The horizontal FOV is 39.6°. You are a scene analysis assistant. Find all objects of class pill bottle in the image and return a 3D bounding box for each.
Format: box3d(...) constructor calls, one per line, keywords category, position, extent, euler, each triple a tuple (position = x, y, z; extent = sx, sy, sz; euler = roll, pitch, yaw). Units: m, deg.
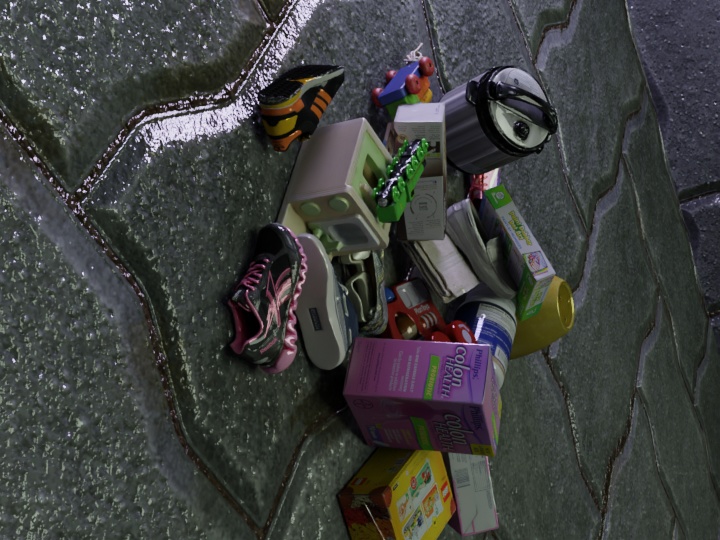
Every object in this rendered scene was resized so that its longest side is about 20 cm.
box3d(category="pill bottle", position=(0.219, 0.121, 1.807), extent=(0.116, 0.116, 0.200), euler=(60, 36, -34))

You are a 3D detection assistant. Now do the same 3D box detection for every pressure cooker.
box3d(category="pressure cooker", position=(0.254, -0.278, 1.835), extent=(0.176, 0.200, 0.179), euler=(-31, 97, -36))

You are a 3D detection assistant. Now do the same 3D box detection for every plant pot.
box3d(category="plant pot", position=(0.347, 0.077, 2.011), extent=(0.200, 0.142, 0.200), euler=(22, 65, -57))

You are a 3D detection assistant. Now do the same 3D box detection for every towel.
box3d(category="towel", position=(0.144, -0.015, 1.727), extent=(0.133, 0.034, 0.200), euler=(57, 22, 4))

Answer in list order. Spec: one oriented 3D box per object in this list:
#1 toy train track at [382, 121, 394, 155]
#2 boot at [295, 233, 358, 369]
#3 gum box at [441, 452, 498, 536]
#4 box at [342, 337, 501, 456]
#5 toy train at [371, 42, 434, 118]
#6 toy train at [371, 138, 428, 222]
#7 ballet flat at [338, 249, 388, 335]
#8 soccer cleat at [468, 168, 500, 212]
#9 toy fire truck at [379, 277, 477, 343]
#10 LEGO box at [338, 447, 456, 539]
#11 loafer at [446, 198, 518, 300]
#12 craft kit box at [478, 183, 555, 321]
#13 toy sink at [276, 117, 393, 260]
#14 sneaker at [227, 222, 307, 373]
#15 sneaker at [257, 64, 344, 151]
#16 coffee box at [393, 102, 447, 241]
box3d(category="toy train track", position=(0.046, -0.166, 1.658), extent=(0.115, 0.033, 0.200), euler=(50, 42, -43))
box3d(category="boot", position=(-0.053, 0.033, 1.419), extent=(0.090, 0.073, 0.200), euler=(-47, 131, -61))
box3d(category="gum box", position=(0.165, 0.324, 1.660), extent=(0.114, 0.066, 0.200), euler=(-177, -102, -78))
box3d(category="box", position=(0.095, 0.185, 1.457), extent=(0.176, 0.200, 0.097), euler=(70, 26, -54))
box3d(category="toy train", position=(0.105, -0.306, 1.727), extent=(0.116, 0.085, 0.200), euler=(59, 36, -22))
box3d(category="toy train", position=(0.063, -0.133, 1.464), extent=(0.200, 0.042, 0.056), euler=(-59, 141, -53))
box3d(category="ballet flat", position=(0.000, 0.000, 1.507), extent=(0.072, 0.072, 0.200), euler=(-6, 89, -60))
box3d(category="soccer cleat", position=(0.239, -0.178, 1.966), extent=(0.076, 0.067, 0.200), euler=(-24, 106, -53))
box3d(category="toy fire truck", position=(0.086, 0.098, 1.616), extent=(0.168, 0.112, 0.200), euler=(59, 29, 8))
box3d(category="LEGO box", position=(0.061, 0.353, 1.521), extent=(0.200, 0.077, 0.149), euler=(-38, 116, -57))
box3d(category="loafer", position=(0.225, -0.037, 1.790), extent=(0.200, 0.070, 0.070), euler=(52, 23, -6))
box3d(category="craft kit box", position=(0.278, -0.029, 1.844), extent=(0.200, 0.048, 0.198), euler=(90, -23, -67))
box3d(category="toy sink", position=(-0.025, -0.098, 1.442), extent=(0.130, 0.112, 0.200), euler=(52, 42, -41))
box3d(category="sneaker", position=(-0.128, 0.028, 1.289), extent=(0.095, 0.079, 0.200), euler=(19, 65, -45))
box3d(category="sneaker", position=(-0.082, -0.234, 1.434), extent=(0.200, 0.070, 0.090), euler=(-45, 137, -54))
box3d(category="coffee box", position=(0.098, -0.159, 1.621), extent=(0.113, 0.080, 0.200), euler=(-74, 163, -66))
